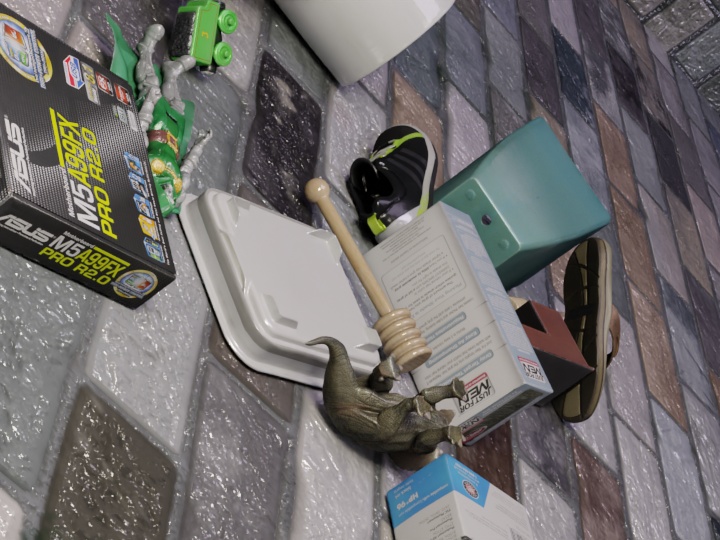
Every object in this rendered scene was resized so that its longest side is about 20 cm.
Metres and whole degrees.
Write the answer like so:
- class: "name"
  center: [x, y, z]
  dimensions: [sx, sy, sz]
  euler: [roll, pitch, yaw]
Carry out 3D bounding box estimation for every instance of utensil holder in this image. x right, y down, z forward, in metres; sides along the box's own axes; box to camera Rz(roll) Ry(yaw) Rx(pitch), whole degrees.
- class: "utensil holder"
  center: [-0.017, -0.323, 1.758]
  dimensions: [0.200, 0.170, 0.170]
  euler: [51, 22, -13]

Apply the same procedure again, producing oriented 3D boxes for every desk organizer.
- class: "desk organizer"
  center: [0.147, 0.072, 1.658]
  dimensions: [0.200, 0.072, 0.077]
  euler: [21, 37, -54]

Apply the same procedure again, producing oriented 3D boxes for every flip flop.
- class: "flip flop"
  center: [0.248, 0.065, 1.767]
  dimensions: [0.057, 0.081, 0.201]
  euler: [19, 69, -32]

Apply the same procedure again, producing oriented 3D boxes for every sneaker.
- class: "sneaker"
  center: [0.029, -0.097, 1.655]
  dimensions: [0.083, 0.072, 0.201]
  euler: [40, 26, -29]

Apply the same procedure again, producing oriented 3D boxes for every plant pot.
- class: "plant pot"
  center: [0.145, -0.056, 1.759]
  dimensions: [0.142, 0.141, 0.200]
  euler: [56, 28, 4]

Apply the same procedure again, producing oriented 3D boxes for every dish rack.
- class: "dish rack"
  center: [-0.057, 0.013, 1.364]
  dimensions: [0.200, 0.043, 0.172]
  euler: [20, 42, -54]

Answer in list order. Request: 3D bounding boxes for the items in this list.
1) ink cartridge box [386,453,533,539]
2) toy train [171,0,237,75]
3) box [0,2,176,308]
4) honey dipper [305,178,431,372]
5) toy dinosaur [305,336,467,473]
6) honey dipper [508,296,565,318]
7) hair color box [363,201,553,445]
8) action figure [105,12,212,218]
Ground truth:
- class: "ink cartridge box"
  center: [0.093, 0.258, 1.285]
  dimensions: [0.116, 0.068, 0.201]
  euler: [37, 28, -37]
- class: "toy train"
  center: [-0.134, -0.277, 1.487]
  dimensions: [0.056, 0.042, 0.201]
  euler: [11, 85, -46]
- class: "box"
  center: [-0.216, -0.086, 1.177]
  dimensions: [0.160, 0.044, 0.201]
  euler: [31, 32, -46]
- class: "honey dipper"
  center: [0.000, 0.000, 1.492]
  dimensions: [0.038, 0.038, 0.201]
  euler: [8, 47, -61]
- class: "toy dinosaur"
  center: [0.020, 0.116, 1.324]
  dimensions: [0.199, 0.102, 0.077]
  euler: [22, 51, -39]
- class: "honey dipper"
  center: [0.193, 0.050, 1.830]
  dimensions: [0.038, 0.038, 0.200]
  euler: [61, 20, 15]
- class: "hair color box"
  center: [0.087, 0.048, 1.529]
  dimensions: [0.061, 0.099, 0.201]
  euler: [22, 39, -54]
- class: "action figure"
  center: [-0.161, -0.112, 1.322]
  dimensions: [0.118, 0.055, 0.201]
  euler: [41, 30, -38]
